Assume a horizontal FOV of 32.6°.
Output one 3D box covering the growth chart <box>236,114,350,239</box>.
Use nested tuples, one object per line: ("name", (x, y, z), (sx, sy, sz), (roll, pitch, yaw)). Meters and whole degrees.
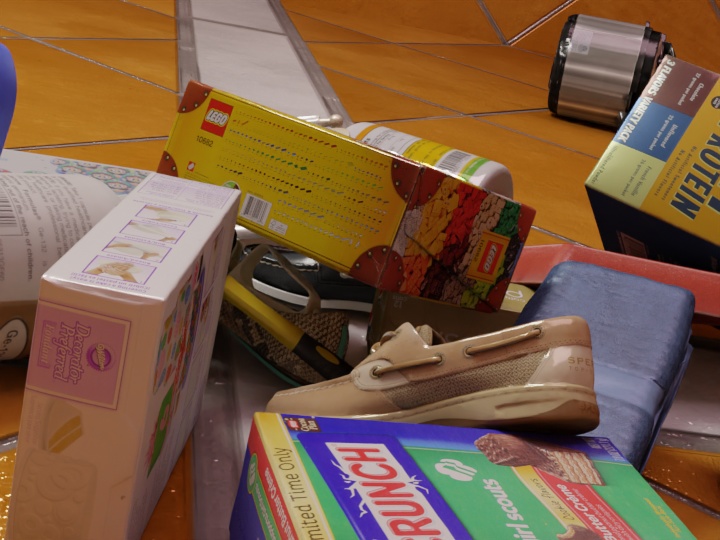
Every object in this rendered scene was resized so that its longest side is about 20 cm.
("growth chart", (-0.085, -0.081, 1.038), (0.144, 0.018, 0.200), (0, 35, 8))

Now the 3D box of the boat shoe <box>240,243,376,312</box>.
("boat shoe", (0.000, 0.000, 0.971), (0.199, 0.061, 0.076), (12, 19, -1))

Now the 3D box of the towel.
("towel", (0.135, 0.074, 0.766), (0.111, 0.049, 0.200), (18, 43, 19))

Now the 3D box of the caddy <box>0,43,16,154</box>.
("caddy", (-0.335, -0.105, 0.871), (0.141, 0.201, 0.105), (19, 2, 26))

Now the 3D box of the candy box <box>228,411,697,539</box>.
("candy box", (0.052, 0.138, 0.563), (0.199, 0.077, 0.169), (6, 19, -17))

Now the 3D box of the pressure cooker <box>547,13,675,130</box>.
("pressure cooker", (0.421, -0.323, 2.040), (0.199, 0.177, 0.179), (12, 21, 12))

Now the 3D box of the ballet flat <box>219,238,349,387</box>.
("ballet flat", (-0.083, 0.014, 0.849), (0.200, 0.076, 0.068), (24, 8, 34))

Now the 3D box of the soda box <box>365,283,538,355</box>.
("soda box", (0.107, 0.049, 0.881), (0.199, 0.068, 0.064), (10, 19, -7))

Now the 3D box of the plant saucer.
("plant saucer", (0.198, 0.011, 0.984), (0.199, 0.037, 0.200), (11, -3, -16))

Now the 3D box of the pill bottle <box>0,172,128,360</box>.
("pill bottle", (-0.200, -0.003, 0.761), (0.199, 0.115, 0.114), (-2, 23, -44))

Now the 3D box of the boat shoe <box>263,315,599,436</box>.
("boat shoe", (0.035, 0.065, 0.690), (0.199, 0.065, 0.071), (-8, -18, 24))

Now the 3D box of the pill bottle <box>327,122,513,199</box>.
("pill bottle", (0.028, -0.070, 1.121), (0.199, 0.112, 0.111), (21, 20, 25))

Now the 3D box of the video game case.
("video game case", (-0.248, -0.064, 1.063), (0.199, 0.024, 0.182), (8, 18, -13))

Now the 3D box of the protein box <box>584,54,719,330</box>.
("protein box", (0.317, -0.042, 1.024), (0.200, 0.135, 0.199), (28, -12, 28))

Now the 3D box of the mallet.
("mallet", (-0.041, 0.033, 0.766), (0.200, 0.041, 0.066), (33, 45, -10))

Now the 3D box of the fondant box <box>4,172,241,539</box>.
("fondant box", (-0.115, 0.044, 0.627), (0.058, 0.145, 0.200), (12, 18, -1))

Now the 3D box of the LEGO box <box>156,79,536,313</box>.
("LEGO box", (-0.011, -0.048, 0.809), (0.200, 0.077, 0.149), (24, 6, 34))
